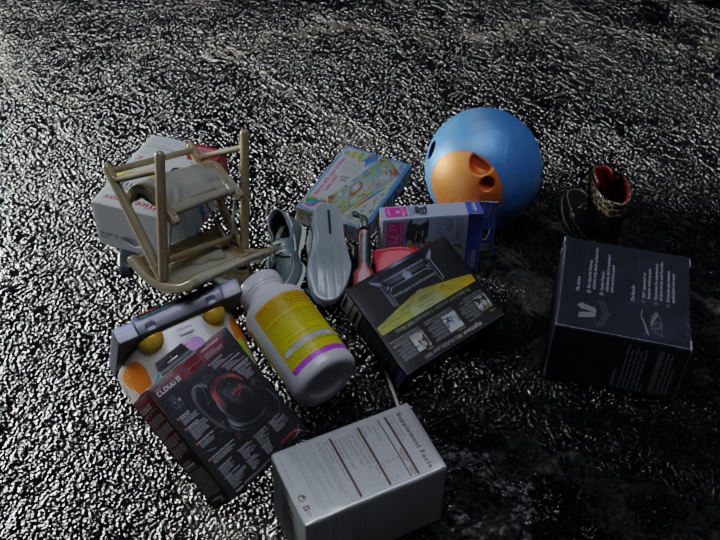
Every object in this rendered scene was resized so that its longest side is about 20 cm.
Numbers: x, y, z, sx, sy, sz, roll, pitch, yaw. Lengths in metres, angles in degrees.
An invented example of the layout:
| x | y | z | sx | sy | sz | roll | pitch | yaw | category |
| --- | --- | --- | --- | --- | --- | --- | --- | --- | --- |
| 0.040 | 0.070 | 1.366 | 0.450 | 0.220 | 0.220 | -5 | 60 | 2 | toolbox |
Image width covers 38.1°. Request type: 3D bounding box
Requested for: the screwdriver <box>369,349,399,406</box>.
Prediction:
| x | y | z | sx | sy | sz | roll | pitch | yaw | category |
| --- | --- | --- | --- | --- | --- | --- | --- | --- | --- |
| 0.042 | 0.157 | 1.528 | 0.027 | 0.029 | 0.201 | -9 | 44 | -12 | screwdriver |

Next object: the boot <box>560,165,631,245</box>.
| x | y | z | sx | sy | sz | roll | pitch | yaw | category |
| --- | --- | --- | --- | --- | --- | --- | --- | --- | --- |
| 0.391 | -0.109 | 1.733 | 0.072 | 0.152 | 0.202 | -2 | 43 | -4 | boot |

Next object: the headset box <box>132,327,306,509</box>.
| x | y | z | sx | sy | sz | roll | pitch | yaw | category |
| --- | --- | --- | --- | --- | --- | --- | --- | --- | --- |
| -0.192 | 0.187 | 1.384 | 0.201 | 0.075 | 0.148 | 51 | 54 | -1 | headset box |

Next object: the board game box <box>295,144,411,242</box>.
| x | y | z | sx | sy | sz | roll | pitch | yaw | category |
| --- | --- | --- | --- | --- | --- | --- | --- | --- | --- |
| -0.010 | -0.137 | 1.833 | 0.133 | 0.035 | 0.201 | 19 | 46 | 17 | board game box |

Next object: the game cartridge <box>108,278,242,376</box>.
| x | y | z | sx | sy | sz | roll | pitch | yaw | category |
| --- | --- | --- | --- | --- | --- | --- | --- | --- | --- |
| -0.271 | 0.081 | 1.524 | 0.198 | 0.130 | 0.039 | -24 | 67 | -26 | game cartridge |

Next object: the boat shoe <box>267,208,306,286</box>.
| x | y | z | sx | sy | sz | roll | pitch | yaw | category |
| --- | --- | --- | --- | --- | --- | --- | --- | --- | --- |
| -0.130 | -0.025 | 1.671 | 0.072 | 0.062 | 0.201 | -27 | 33 | 22 | boat shoe |

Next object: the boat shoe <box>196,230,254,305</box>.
| x | y | z | sx | sy | sz | roll | pitch | yaw | category |
| --- | --- | --- | --- | --- | --- | --- | --- | --- | --- |
| -0.237 | -0.026 | 1.681 | 0.199 | 0.069 | 0.074 | 32 | 50 | 28 | boat shoe |

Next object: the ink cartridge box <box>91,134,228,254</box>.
| x | y | z | sx | sy | sz | roll | pitch | yaw | category |
| --- | --- | --- | --- | --- | --- | --- | --- | --- | --- |
| -0.320 | -0.121 | 1.690 | 0.143 | 0.084 | 0.201 | 13 | 43 | 15 | ink cartridge box |

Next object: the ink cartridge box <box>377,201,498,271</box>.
| x | y | z | sx | sy | sz | roll | pitch | yaw | category |
| --- | --- | --- | --- | --- | --- | --- | --- | --- | --- |
| 0.126 | -0.050 | 1.683 | 0.196 | 0.121 | 0.042 | -6 | 39 | -9 | ink cartridge box |

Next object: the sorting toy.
| x | y | z | sx | sy | sz | roll | pitch | yaw | category |
| --- | --- | --- | --- | --- | --- | --- | --- | --- | --- |
| -0.216 | 0.165 | 1.480 | 0.198 | 0.107 | 0.181 | -24 | 68 | -25 | sorting toy |

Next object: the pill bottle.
| x | y | z | sx | sy | sz | roll | pitch | yaw | category |
| --- | --- | --- | --- | --- | --- | --- | --- | --- | --- |
| -0.100 | 0.092 | 1.520 | 0.103 | 0.105 | 0.201 | -24 | 57 | -25 | pill bottle |

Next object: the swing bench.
| x | y | z | sx | sy | sz | roll | pitch | yaw | category |
| --- | --- | --- | --- | --- | --- | --- | --- | --- | --- |
| -0.247 | -0.085 | 1.538 | 0.128 | 0.203 | 0.198 | -7 | 11 | 35 | swing bench |

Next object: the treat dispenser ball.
| x | y | z | sx | sy | sz | roll | pitch | yaw | category |
| --- | --- | --- | --- | --- | --- | --- | --- | --- | --- |
| 0.207 | -0.170 | 1.754 | 0.197 | 0.203 | 0.203 | 1 | 43 | -1 | treat dispenser ball |

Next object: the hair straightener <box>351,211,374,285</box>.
| x | y | z | sx | sy | sz | roll | pitch | yaw | category |
| --- | --- | --- | --- | --- | --- | --- | --- | --- | --- |
| 0.000 | 0.000 | 1.656 | 0.040 | 0.077 | 0.203 | -4 | 64 | -3 | hair straightener |

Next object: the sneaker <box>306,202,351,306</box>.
| x | y | z | sx | sy | sz | roll | pitch | yaw | category |
| --- | --- | --- | --- | --- | --- | --- | --- | --- | --- |
| -0.052 | -0.015 | 1.677 | 0.072 | 0.071 | 0.202 | 7 | 48 | -6 | sneaker |

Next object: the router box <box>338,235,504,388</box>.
| x | y | z | sx | sy | sz | roll | pitch | yaw | category |
| --- | --- | --- | --- | --- | --- | --- | --- | --- | --- |
| 0.092 | 0.059 | 1.559 | 0.198 | 0.052 | 0.158 | -27 | 71 | -27 | router box |

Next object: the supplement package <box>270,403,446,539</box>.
| x | y | z | sx | sy | sz | roll | pitch | yaw | category |
| --- | --- | --- | --- | --- | --- | --- | --- | --- | --- |
| -0.003 | 0.278 | 1.333 | 0.197 | 0.118 | 0.118 | -17 | 46 | -20 | supplement package |

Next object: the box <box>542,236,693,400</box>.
| x | y | z | sx | sy | sz | roll | pitch | yaw | category |
| --- | --- | --- | --- | --- | --- | --- | --- | --- | --- |
| 0.387 | 0.069 | 1.569 | 0.197 | 0.119 | 0.198 | 11 | 44 | 8 | box |

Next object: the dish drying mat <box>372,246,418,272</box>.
| x | y | z | sx | sy | sz | roll | pitch | yaw | category |
| --- | --- | --- | --- | --- | --- | --- | --- | --- | --- |
| 0.070 | 0.052 | 1.604 | 0.075 | 0.018 | 0.203 | -6 | 62 | -6 | dish drying mat |

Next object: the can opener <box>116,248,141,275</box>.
| x | y | z | sx | sy | sz | roll | pitch | yaw | category |
| --- | --- | --- | --- | --- | --- | --- | --- | --- | --- |
| -0.353 | -0.075 | 1.740 | 0.065 | 0.053 | 0.202 | 7 | 43 | 6 | can opener |
